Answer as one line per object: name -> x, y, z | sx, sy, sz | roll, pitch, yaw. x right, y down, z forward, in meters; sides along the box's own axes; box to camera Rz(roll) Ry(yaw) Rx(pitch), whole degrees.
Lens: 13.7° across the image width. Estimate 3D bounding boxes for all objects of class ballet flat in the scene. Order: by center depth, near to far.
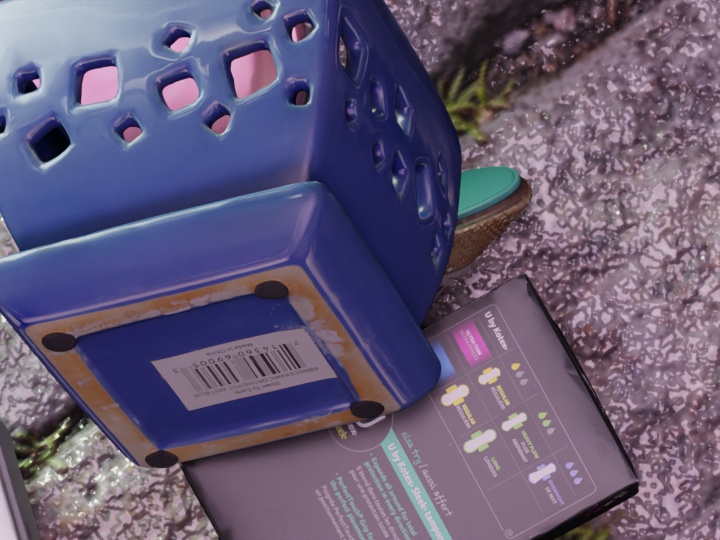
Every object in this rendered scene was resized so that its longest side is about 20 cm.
ballet flat -> 0.000, 0.000, 1.603 | 0.199, 0.071, 0.066 | -15, 112, 5

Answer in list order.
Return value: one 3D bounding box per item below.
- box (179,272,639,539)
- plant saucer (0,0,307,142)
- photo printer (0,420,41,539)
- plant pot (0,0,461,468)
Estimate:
box -> 0.030, 0.106, 1.541 | 0.199, 0.149, 0.125 | -29, 83, 1
plant saucer -> -0.126, -0.106, 1.618 | 0.200, 0.051, 0.202 | 0, 85, 4
photo printer -> -0.262, 0.185, 1.594 | 0.199, 0.069, 0.167 | -17, 85, 2
plant pot -> -0.067, -0.024, 1.440 | 0.199, 0.200, 0.180 | -13, 53, 15
